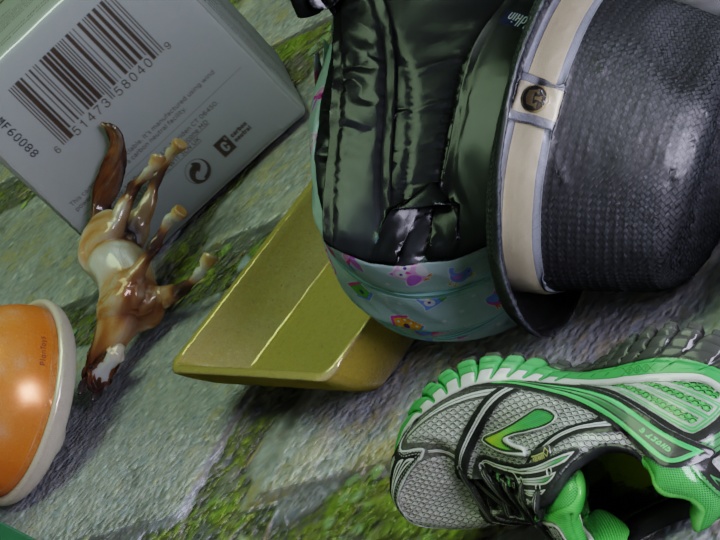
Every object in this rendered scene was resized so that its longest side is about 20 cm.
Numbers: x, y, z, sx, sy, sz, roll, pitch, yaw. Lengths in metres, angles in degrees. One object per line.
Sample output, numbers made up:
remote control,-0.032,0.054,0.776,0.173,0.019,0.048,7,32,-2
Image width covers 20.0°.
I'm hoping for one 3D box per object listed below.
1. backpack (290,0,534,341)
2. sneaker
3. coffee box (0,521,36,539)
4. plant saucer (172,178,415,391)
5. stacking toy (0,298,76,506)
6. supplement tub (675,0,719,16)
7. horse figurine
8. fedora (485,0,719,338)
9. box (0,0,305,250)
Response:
backpack,0.047,-0.067,1.075,0.165,0.127,0.202,-3,59,19
sneaker,0.081,0.083,0.883,0.199,0.078,0.086,-20,33,45
coffee box,-0.246,0.214,1.274,0.123,0.044,0.200,-50,22,-14
plant saucer,0.000,0.000,1.214,0.201,0.048,0.199,-54,24,-20
stacking toy,-0.304,0.070,1.387,0.146,0.198,0.147,-36,45,47
supplement tub,0.184,-0.225,1.066,0.144,0.200,0.145,-30,30,20
horse figurine,-0.165,-0.015,1.470,0.133,0.050,0.201,-50,39,25
fedora,0.134,-0.060,0.987,0.091,0.202,0.201,12,52,24
box,-0.186,-0.149,1.605,0.199,0.200,0.172,-42,23,8
